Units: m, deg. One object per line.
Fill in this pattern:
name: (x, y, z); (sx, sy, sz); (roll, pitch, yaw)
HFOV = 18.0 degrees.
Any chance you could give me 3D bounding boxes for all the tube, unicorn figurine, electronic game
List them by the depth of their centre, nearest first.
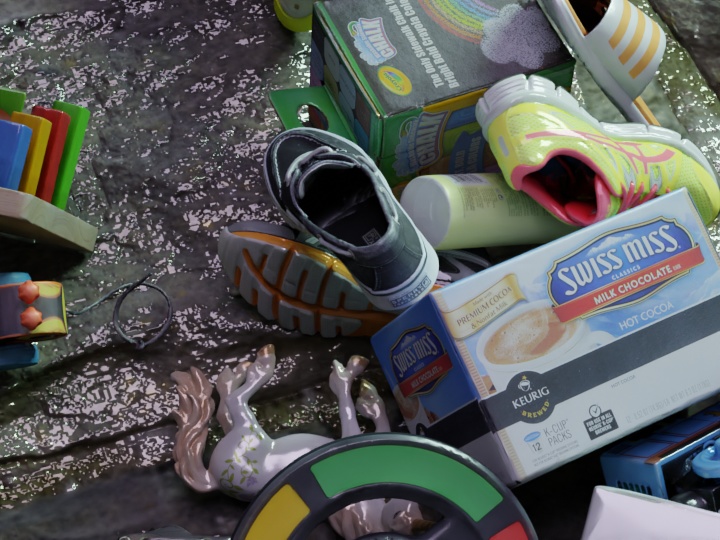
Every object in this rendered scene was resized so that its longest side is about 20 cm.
electronic game: (0.014, 0.197, 1.363); (0.199, 0.042, 0.201); (0, 92, -8)
unicorn figurine: (-0.026, 0.120, 1.476); (0.199, 0.074, 0.138); (-2, 60, 14)
tube: (0.114, -0.042, 1.591); (0.200, 0.052, 0.058); (-6, 88, -44)

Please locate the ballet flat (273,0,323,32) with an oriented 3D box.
ballet flat: (-0.021, -0.224, 1.676); (0.067, 0.200, 0.067); (-11, 85, -40)

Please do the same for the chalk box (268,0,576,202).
chalk box: (0.036, -0.124, 1.637); (0.199, 0.124, 0.125); (-17, 55, -15)

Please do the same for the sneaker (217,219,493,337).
sneaker: (0.000, 0.000, 1.568); (0.199, 0.078, 0.077); (16, 51, -4)

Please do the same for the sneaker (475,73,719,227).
sneaker: (0.166, -0.057, 1.559); (0.200, 0.078, 0.090); (19, 40, -26)

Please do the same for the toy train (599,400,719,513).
toy train: (0.254, 0.120, 1.459); (0.200, 0.087, 0.114); (-24, 17, -32)

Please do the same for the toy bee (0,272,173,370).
toy bee: (-0.237, 0.023, 1.497); (0.200, 0.109, 0.131); (-28, 84, -4)

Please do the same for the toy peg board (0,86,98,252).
toy peg board: (-0.284, -0.090, 1.529); (0.199, 0.199, 0.098); (12, 86, 7)

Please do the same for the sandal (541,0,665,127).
sandal: (0.194, -0.150, 1.622); (0.059, 0.207, 0.079); (-35, 34, 10)

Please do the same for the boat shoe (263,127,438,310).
boat shoe: (-0.019, -0.050, 1.487); (0.072, 0.068, 0.200); (-37, 40, 1)

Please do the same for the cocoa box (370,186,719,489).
cocoa box: (0.132, 0.051, 1.464); (0.200, 0.133, 0.132); (-22, 83, -21)

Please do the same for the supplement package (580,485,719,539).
supplement package: (0.165, 0.238, 1.306); (0.117, 0.117, 0.201); (13, 79, 8)

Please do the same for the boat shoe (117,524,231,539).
boat shoe: (-0.119, 0.191, 1.409); (0.199, 0.072, 0.065); (6, 46, -3)
